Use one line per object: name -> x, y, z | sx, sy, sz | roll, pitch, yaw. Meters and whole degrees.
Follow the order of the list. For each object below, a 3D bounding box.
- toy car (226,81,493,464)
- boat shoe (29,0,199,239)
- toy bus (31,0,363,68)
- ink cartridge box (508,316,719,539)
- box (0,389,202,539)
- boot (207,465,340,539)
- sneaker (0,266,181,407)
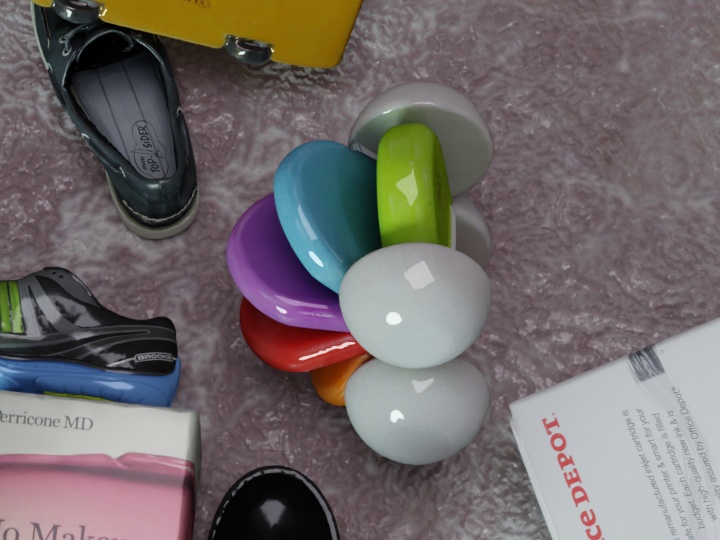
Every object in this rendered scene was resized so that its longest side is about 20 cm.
toy car -> 0.000, 0.000, 1.505 | 0.149, 0.201, 0.176 | 1, 51, 3
boat shoe -> -0.149, -0.119, 1.604 | 0.074, 0.066, 0.200 | -15, 71, -8
toy bus -> -0.098, -0.179, 1.595 | 0.199, 0.065, 0.078 | 12, 33, -15
ink cartridge box -> 0.202, 0.112, 1.508 | 0.199, 0.084, 0.146 | -22, 71, 6
box -> -0.159, 0.179, 1.468 | 0.127, 0.109, 0.201 | 5, 69, -2
boot -> -0.048, 0.192, 1.444 | 0.079, 0.158, 0.212 | 4, 69, -2
sneaker -> -0.200, 0.035, 1.549 | 0.199, 0.071, 0.083 | 15, 55, 0
